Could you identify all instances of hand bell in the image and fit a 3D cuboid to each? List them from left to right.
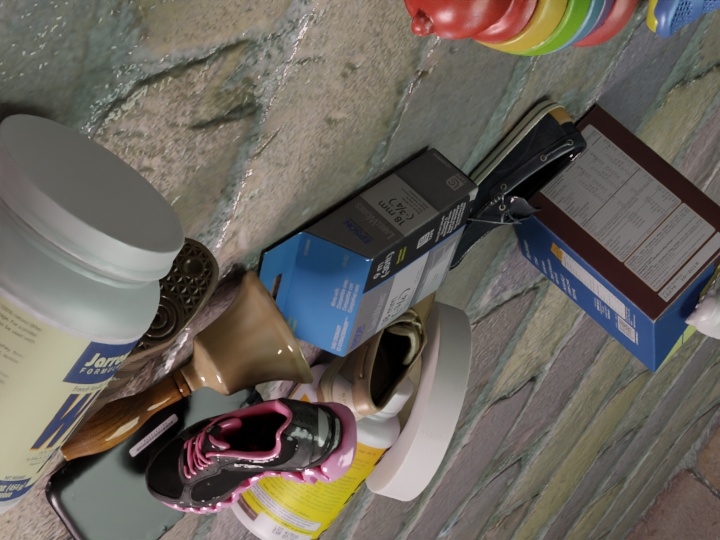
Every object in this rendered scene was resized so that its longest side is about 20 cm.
[{"bbox_3d":[-0.149,0.092,1.358,0.200,0.104,0.104,-29,157,-10],"label":"hand bell"}]

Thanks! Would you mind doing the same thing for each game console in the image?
[{"bbox_3d":[-0.183,0.163,1.490,0.200,0.116,0.176,-40,130,-19],"label":"game console"}]

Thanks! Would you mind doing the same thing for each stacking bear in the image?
[{"bbox_3d":[0.106,-0.209,1.235,0.200,0.114,0.122,-14,143,-49],"label":"stacking bear"}]

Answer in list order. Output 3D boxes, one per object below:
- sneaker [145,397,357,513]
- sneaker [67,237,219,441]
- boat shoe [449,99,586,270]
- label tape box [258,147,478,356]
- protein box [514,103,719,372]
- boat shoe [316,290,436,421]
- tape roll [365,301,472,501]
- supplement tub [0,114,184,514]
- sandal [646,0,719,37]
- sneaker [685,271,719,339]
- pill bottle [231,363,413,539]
[{"bbox_3d":[-0.103,0.138,1.349,0.200,0.079,0.095,-20,155,31],"label":"sneaker"},{"bbox_3d":[-0.183,0.051,1.229,0.200,0.070,0.076,-42,179,-2],"label":"sneaker"},{"bbox_3d":[0.137,-0.070,1.629,0.200,0.062,0.075,-49,162,11],"label":"boat shoe"},{"bbox_3d":[0.000,0.000,1.478,0.200,0.063,0.144,-34,157,-32],"label":"label tape box"},{"bbox_3d":[0.276,-0.029,1.780,0.135,0.200,0.199,-44,160,-6],"label":"protein box"},{"bbox_3d":[0.032,0.065,1.574,0.064,0.071,0.200,-14,-146,40],"label":"boat shoe"},{"bbox_3d":[0.055,0.129,1.702,0.203,0.037,0.203,-163,-90,-77],"label":"tape roll"},{"bbox_3d":[-0.206,0.026,0.985,0.200,0.145,0.145,-52,160,17],"label":"supplement tub"},{"bbox_3d":[0.353,-0.285,1.617,0.200,0.087,0.080,-41,162,-10],"label":"sandal"},{"bbox_3d":[0.394,0.046,1.753,0.076,0.081,0.200,-52,159,19],"label":"sneaker"},{"bbox_3d":[-0.036,0.168,1.661,0.200,0.109,0.109,-54,159,20],"label":"pill bottle"}]
